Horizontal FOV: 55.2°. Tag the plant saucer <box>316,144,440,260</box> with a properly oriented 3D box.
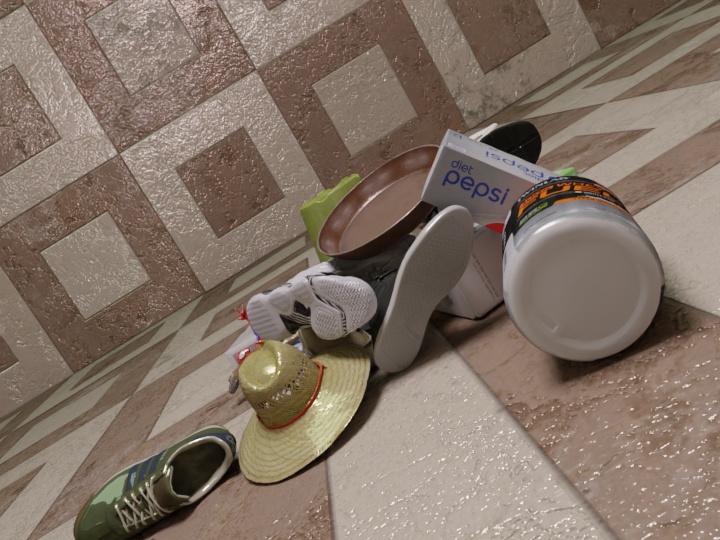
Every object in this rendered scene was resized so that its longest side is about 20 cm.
[{"bbox_3d":[0.032,-0.080,0.868,0.199,0.035,0.201,-34,25,18],"label":"plant saucer"}]

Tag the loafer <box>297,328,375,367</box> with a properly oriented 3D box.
[{"bbox_3d":[-0.041,0.090,0.895,0.075,0.069,0.199,-34,19,-19],"label":"loafer"}]

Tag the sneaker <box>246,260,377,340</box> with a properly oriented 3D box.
[{"bbox_3d":[-0.038,0.028,0.817,0.198,0.076,0.115,-12,13,43],"label":"sneaker"}]

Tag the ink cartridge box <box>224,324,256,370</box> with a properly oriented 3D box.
[{"bbox_3d":[-0.152,0.105,1.277,0.160,0.050,0.200,-30,6,9],"label":"ink cartridge box"}]

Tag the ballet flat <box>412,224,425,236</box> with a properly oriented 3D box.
[{"bbox_3d":[0.127,-0.103,1.417,0.064,0.075,0.200,-60,-1,13],"label":"ballet flat"}]

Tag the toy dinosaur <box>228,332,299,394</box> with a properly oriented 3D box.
[{"bbox_3d":[-0.120,0.109,0.996,0.199,0.061,0.106,-31,10,2],"label":"toy dinosaur"}]

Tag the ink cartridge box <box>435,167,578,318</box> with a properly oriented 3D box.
[{"bbox_3d":[0.173,-0.035,0.856,0.199,0.085,0.145,-34,10,-13],"label":"ink cartridge box"}]

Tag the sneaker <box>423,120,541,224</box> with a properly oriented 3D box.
[{"bbox_3d":[0.144,-0.133,0.932,0.200,0.076,0.115,-37,16,-12],"label":"sneaker"}]

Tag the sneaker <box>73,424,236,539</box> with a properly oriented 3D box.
[{"bbox_3d":[-0.222,0.238,0.756,0.199,0.068,0.090,-32,4,-22],"label":"sneaker"}]

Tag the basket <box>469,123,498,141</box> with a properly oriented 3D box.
[{"bbox_3d":[0.208,-0.177,1.323,0.135,0.124,0.200,-22,14,38],"label":"basket"}]

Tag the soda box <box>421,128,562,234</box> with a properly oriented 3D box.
[{"bbox_3d":[0.169,-0.077,0.739,0.064,0.198,0.069,-66,-1,-61],"label":"soda box"}]

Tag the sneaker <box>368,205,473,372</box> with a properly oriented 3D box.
[{"bbox_3d":[0.055,0.004,0.767,0.099,0.070,0.202,-115,45,-59],"label":"sneaker"}]

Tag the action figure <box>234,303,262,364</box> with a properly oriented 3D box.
[{"bbox_3d":[-0.122,0.073,1.076,0.199,0.100,0.065,-34,10,4],"label":"action figure"}]

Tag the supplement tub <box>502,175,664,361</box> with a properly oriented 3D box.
[{"bbox_3d":[0.186,-0.014,0.610,0.122,0.123,0.200,-28,11,18],"label":"supplement tub"}]

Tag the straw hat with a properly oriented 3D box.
[{"bbox_3d":[-0.086,0.122,0.745,0.200,0.085,0.202,-34,22,15],"label":"straw hat"}]

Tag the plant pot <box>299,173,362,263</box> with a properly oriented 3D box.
[{"bbox_3d":[-0.010,-0.061,1.221,0.199,0.191,0.200,-29,10,5],"label":"plant pot"}]

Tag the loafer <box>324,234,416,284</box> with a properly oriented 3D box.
[{"bbox_3d":[0.000,0.000,0.907,0.199,0.070,0.070,-16,28,48],"label":"loafer"}]

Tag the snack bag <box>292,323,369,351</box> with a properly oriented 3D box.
[{"bbox_3d":[-0.060,0.102,1.072,0.199,0.022,0.189,-31,11,8],"label":"snack bag"}]
